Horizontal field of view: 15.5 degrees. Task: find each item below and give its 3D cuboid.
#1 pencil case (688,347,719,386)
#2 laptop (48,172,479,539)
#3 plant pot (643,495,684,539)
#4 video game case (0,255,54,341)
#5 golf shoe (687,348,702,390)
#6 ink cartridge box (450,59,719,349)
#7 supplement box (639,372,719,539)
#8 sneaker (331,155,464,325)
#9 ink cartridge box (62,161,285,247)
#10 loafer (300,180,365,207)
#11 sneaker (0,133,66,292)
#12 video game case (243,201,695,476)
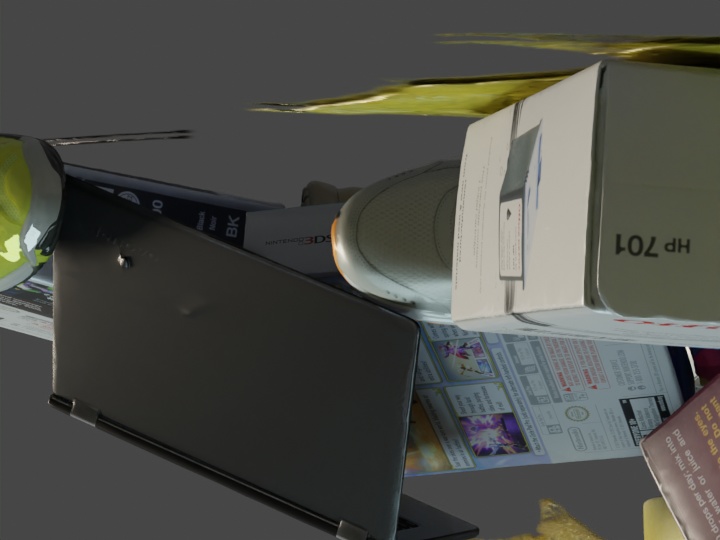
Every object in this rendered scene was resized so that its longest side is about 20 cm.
[{"bbox_3d":[0.253,0.015,1.297,0.199,0.089,0.088,3,176,18],"label":"pencil case"},{"bbox_3d":[-0.039,0.045,1.237,0.187,0.116,0.200,23,-173,20],"label":"laptop"},{"bbox_3d":[0.231,0.193,1.286,0.199,0.143,0.200,6,169,1],"label":"plant pot"},{"bbox_3d":[-0.134,0.019,1.374,0.199,0.023,0.182,17,169,-23],"label":"video game case"},{"bbox_3d":[0.259,0.031,1.696,0.199,0.078,0.094,0,157,29],"label":"golf shoe"},{"bbox_3d":[0.124,-0.016,0.933,0.146,0.086,0.200,4,175,-10],"label":"ink cartridge box"},{"bbox_3d":[0.238,0.058,1.097,0.131,0.104,0.200,8,136,-47],"label":"supplement box"},{"bbox_3d":[0.087,-0.022,1.099,0.199,0.076,0.092,-1,165,-1],"label":"sneaker"},{"bbox_3d":[-0.174,-0.026,1.388,0.199,0.044,0.198,9,172,-34],"label":"ink cartridge box"},{"bbox_3d":[0.000,0.000,1.372,0.068,0.076,0.200,10,176,1],"label":"loafer"},{"bbox_3d":[-0.215,-0.029,1.198,0.199,0.076,0.076,-1,174,38],"label":"sneaker"},{"bbox_3d":[0.057,0.031,1.258,0.180,0.046,0.200,-7,148,13],"label":"video game case"}]
